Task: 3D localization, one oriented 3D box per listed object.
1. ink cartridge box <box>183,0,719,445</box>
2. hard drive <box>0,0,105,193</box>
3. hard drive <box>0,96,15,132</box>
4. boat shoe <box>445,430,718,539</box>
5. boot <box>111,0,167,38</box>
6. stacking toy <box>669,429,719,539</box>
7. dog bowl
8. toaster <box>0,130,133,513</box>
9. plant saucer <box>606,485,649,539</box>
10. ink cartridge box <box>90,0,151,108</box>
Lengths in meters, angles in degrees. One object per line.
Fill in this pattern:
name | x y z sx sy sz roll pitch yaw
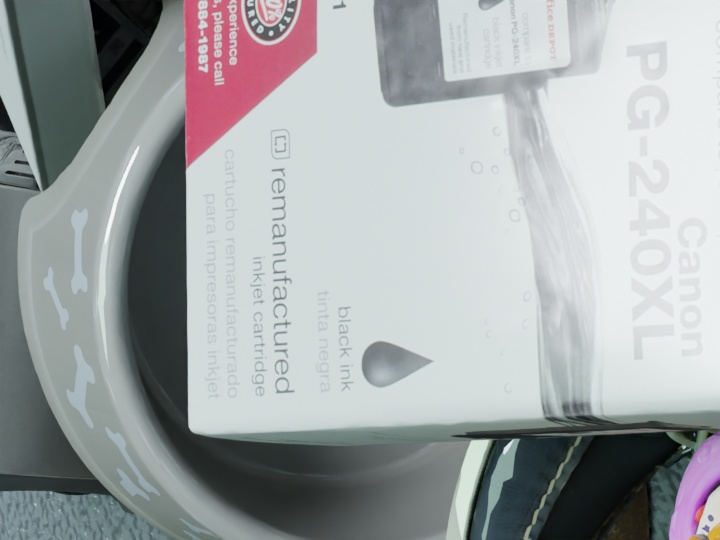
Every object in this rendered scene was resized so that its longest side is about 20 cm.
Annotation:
ink cartridge box | 0.058 -0.033 0.672 0.199 0.083 0.146 -5 82 34
hard drive | -0.128 -0.137 0.845 0.132 0.026 0.201 91 157 -63
hard drive | -0.202 -0.023 1.116 0.140 0.038 0.200 47 130 25
boat shoe | 0.095 0.018 0.770 0.062 0.075 0.200 30 82 25
boot | -0.080 -0.121 0.871 0.131 0.200 0.070 36 84 28
stacking toy | 0.125 0.070 0.705 0.110 0.200 0.116 36 123 31
dog bowl | 0.000 0.000 0.808 0.059 0.199 0.201 -152 56 -69
toaster | -0.127 0.017 0.964 0.113 0.200 0.130 10 91 41
plant saucer | 0.011 0.073 0.936 0.200 0.037 0.201 13 109 42
ink cartridge box | -0.096 -0.086 0.946 0.200 0.099 0.039 41 96 31
